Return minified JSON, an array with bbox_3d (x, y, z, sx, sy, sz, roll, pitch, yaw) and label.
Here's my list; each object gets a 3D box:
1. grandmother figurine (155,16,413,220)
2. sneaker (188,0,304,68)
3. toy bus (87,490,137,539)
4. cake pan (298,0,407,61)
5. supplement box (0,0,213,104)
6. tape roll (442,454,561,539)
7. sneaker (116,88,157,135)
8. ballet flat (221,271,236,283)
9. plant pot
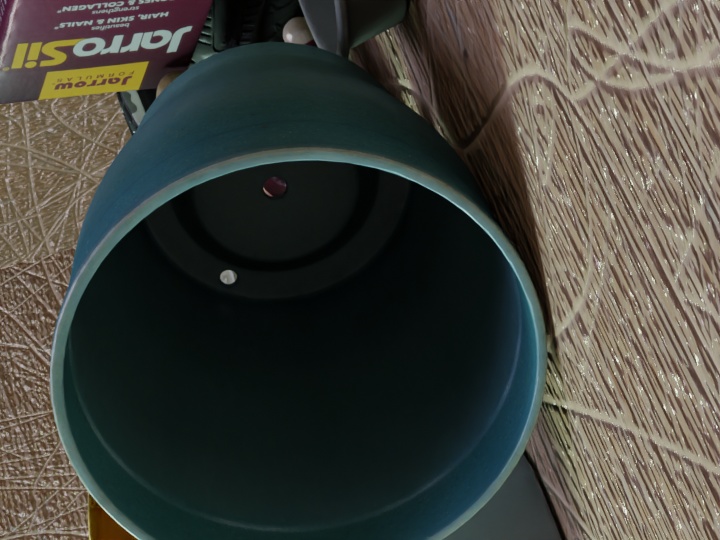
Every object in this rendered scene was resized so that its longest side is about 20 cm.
[{"bbox_3d":[-0.033,-0.061,1.451,0.200,0.060,0.122,17,106,55],"label":"grandmother figurine"},{"bbox_3d":[-0.050,-0.150,1.569,0.104,0.060,0.200,-54,-15,-57],"label":"sneaker"},{"bbox_3d":[-0.050,0.140,1.725,0.192,0.199,0.136,154,113,-90],"label":"toy bus"},{"bbox_3d":[-0.020,-0.192,1.359,0.200,0.037,0.201,164,90,-84],"label":"cake pan"},{"bbox_3d":[-0.127,-0.171,1.459,0.200,0.110,0.086,117,140,-57],"label":"supplement box"},{"bbox_3d":[0.065,0.181,1.392,0.200,0.066,0.201,164,90,-83],"label":"tape roll"},{"bbox_3d":[-0.092,-0.106,1.725,0.200,0.087,0.076,-109,-3,-58],"label":"sneaker"},{"bbox_3d":[-0.025,0.064,1.552,0.200,0.072,0.072,35,150,33],"label":"ballet flat"},{"bbox_3d":[-0.032,-0.002,1.275,0.188,0.199,0.201,-100,-2,-61],"label":"plant pot"}]
